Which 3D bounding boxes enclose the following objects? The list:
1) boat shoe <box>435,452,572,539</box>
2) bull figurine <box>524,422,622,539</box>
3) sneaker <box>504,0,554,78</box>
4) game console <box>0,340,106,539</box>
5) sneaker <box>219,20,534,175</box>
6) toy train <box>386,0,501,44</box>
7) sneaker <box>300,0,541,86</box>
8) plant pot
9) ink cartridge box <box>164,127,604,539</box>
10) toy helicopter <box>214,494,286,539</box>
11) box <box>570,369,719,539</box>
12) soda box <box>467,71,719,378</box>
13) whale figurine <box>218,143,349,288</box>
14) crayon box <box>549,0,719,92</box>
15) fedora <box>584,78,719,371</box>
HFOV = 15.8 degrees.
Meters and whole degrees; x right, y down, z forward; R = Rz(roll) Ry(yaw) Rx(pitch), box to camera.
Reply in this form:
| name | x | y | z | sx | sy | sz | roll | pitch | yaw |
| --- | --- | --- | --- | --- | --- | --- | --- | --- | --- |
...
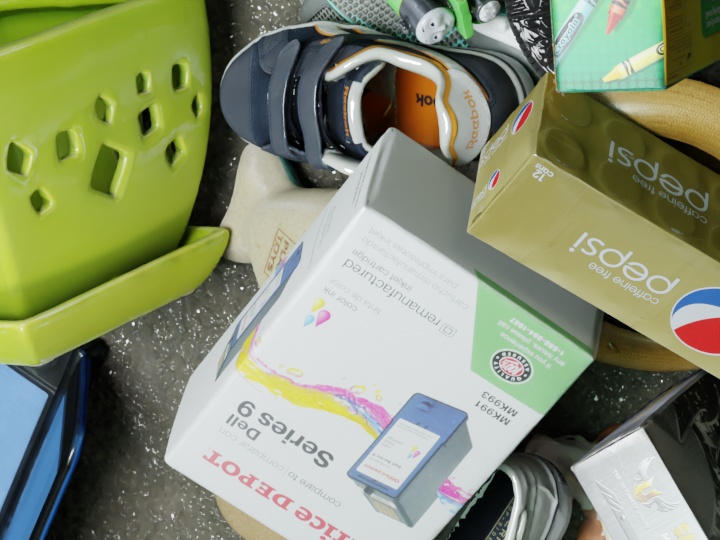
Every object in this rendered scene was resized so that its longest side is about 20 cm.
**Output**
| name | x | y | z | sx | sy | sz | roll | pitch | yaw |
| --- | --- | --- | --- | --- | --- | --- | --- | --- | --- |
| boat shoe | 0.043 | 0.187 | 1.394 | 0.072 | 0.066 | 0.201 | 40 | 103 | 28 |
| bull figurine | 0.156 | 0.176 | 1.429 | 0.065 | 0.121 | 0.201 | -30 | 94 | 13 |
| sneaker | 0.107 | -0.202 | 1.365 | 0.060 | 0.104 | 0.201 | -13 | 97 | 33 |
| game console | -0.243 | 0.125 | 1.607 | 0.170 | 0.118 | 0.201 | 32 | 114 | 16 |
| sneaker | -0.009 | -0.092 | 1.393 | 0.199 | 0.079 | 0.079 | 3 | 104 | 36 |
| toy train | 0.009 | -0.189 | 1.399 | 0.056 | 0.042 | 0.200 | -29 | 51 | -10 |
| sneaker | 0.048 | -0.126 | 1.436 | 0.199 | 0.077 | 0.092 | 26 | 121 | 27 |
| plant pot | -0.202 | -0.054 | 1.488 | 0.198 | 0.200 | 0.183 | 1 | 110 | 41 |
| ink cartridge box | 0.012 | 0.051 | 1.350 | 0.145 | 0.088 | 0.200 | 34 | 122 | -11 |
| toy helicopter | 0.003 | 0.137 | 1.511 | 0.199 | 0.079 | 0.133 | 2 | 110 | 27 |
| box | 0.201 | 0.159 | 1.371 | 0.048 | 0.158 | 0.201 | -31 | 87 | 24 |
| soda box | 0.153 | -0.012 | 1.292 | 0.199 | 0.068 | 0.064 | 29 | 130 | -14 |
| whale figurine | 0.000 | 0.000 | 1.483 | 0.200 | 0.103 | 0.160 | 36 | 117 | 42 |
| crayon box | 0.150 | -0.162 | 1.296 | 0.058 | 0.200 | 0.120 | 0 | 102 | 22 |
| fedora | 0.158 | -0.038 | 1.370 | 0.199 | 0.082 | 0.202 | 5 | 131 | 6 |
